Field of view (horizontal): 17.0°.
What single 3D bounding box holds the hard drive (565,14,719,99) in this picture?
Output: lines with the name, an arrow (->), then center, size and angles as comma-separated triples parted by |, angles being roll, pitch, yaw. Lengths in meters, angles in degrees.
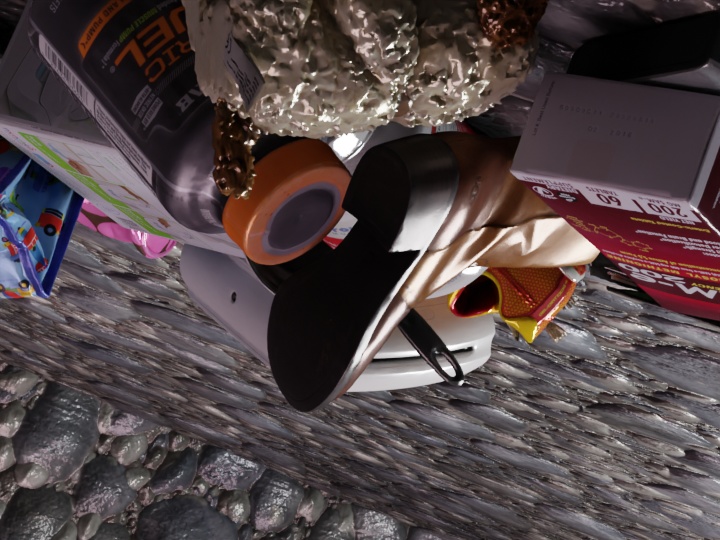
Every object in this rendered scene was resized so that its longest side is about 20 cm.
hard drive -> 0.221, -0.068, 1.257 | 0.199, 0.033, 0.139 | 26, 167, -23

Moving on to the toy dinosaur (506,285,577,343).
toy dinosaur -> 0.103, -0.002, 1.739 | 0.101, 0.058, 0.200 | 46, 169, -24

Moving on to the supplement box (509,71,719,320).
supplement box -> 0.174, -0.031, 1.273 | 0.108, 0.061, 0.200 | 12, 166, 36

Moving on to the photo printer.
photo printer -> -0.012, 0.023, 1.709 | 0.166, 0.070, 0.200 | -4, -155, -33

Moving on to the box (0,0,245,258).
box -> -0.123, -0.085, 1.613 | 0.176, 0.097, 0.200 | 13, 165, 30

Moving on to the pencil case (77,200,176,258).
pencil case -> -0.236, -0.074, 1.882 | 0.199, 0.091, 0.094 | 16, -158, 16

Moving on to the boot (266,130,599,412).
boot -> 0.055, -0.008, 1.338 | 0.199, 0.189, 0.068 | -10, -139, -43

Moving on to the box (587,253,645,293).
box -> 0.233, -0.007, 1.463 | 0.199, 0.050, 0.160 | 18, 170, 13

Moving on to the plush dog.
plush dog -> 0.008, -0.116, 1.202 | 0.171, 0.161, 0.200 | 0, 174, -18

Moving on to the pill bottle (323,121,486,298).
pill bottle -> 0.007, -0.066, 1.437 | 0.112, 0.113, 0.200 | 14, 166, 31

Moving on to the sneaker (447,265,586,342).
sneaker -> 0.068, -0.015, 1.583 | 0.073, 0.077, 0.200 | 41, 178, -31

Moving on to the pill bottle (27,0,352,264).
pill bottle -> -0.088, -0.093, 1.311 | 0.200, 0.106, 0.106 | 48, -178, 28

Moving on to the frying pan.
frying pan -> 0.006, -0.016, 1.559 | 0.189, 0.115, 0.031 | 27, 175, -19

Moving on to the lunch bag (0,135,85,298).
lunch bag -> -0.269, -0.077, 1.702 | 0.150, 0.201, 0.094 | -4, 133, 24

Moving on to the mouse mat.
mouse mat -> 0.260, 0.041, 1.578 | 0.160, 0.008, 0.200 | 19, -175, 25
